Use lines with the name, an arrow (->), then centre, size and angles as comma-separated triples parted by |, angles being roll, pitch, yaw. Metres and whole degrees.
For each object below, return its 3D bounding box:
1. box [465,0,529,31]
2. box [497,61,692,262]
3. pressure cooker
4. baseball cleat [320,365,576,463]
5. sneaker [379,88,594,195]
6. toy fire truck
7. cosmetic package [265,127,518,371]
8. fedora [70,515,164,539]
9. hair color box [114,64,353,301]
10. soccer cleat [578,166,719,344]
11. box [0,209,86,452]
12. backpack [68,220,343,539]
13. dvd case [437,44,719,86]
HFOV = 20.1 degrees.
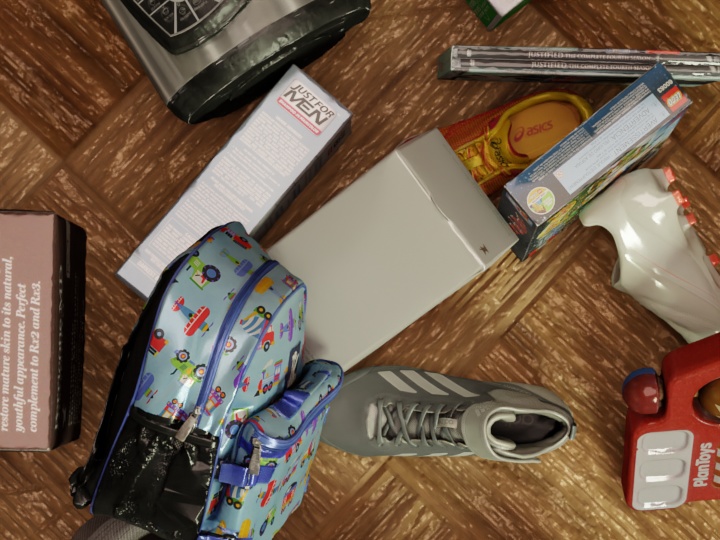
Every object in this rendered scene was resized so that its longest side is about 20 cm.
box -> 0.125, -0.311, 1.521 | 0.200, 0.097, 0.177 | -37, 91, -2
box -> 0.162, -0.073, 1.457 | 0.137, 0.200, 0.038 | -39, 84, -3
pressure cooker -> -0.111, -0.227, 1.471 | 0.176, 0.179, 0.200 | -30, 88, -28
baseball cleat -> 0.059, 0.106, 1.493 | 0.200, 0.106, 0.070 | -2, 92, 0
sneaker -> 0.081, -0.085, 1.518 | 0.200, 0.077, 0.073 | -30, 90, -1
toy fire truck -> 0.272, 0.107, 1.463 | 0.168, 0.200, 0.112 | -7, 52, 0
cosmetic package -> 0.000, 0.000, 1.463 | 0.200, 0.085, 0.108 | -35, 89, 27
fedora -> -0.155, 0.248, 1.472 | 0.177, 0.090, 0.200 | -28, 116, -27
hair color box -> -0.091, -0.052, 1.498 | 0.061, 0.099, 0.200 | 41, 87, 1
soccer cleat -> 0.230, 0.009, 1.502 | 0.078, 0.069, 0.200 | -26, 120, 13
box -> -0.286, 0.043, 1.437 | 0.164, 0.200, 0.166 | 2, 88, -2
backpack -> -0.090, 0.075, 1.384 | 0.134, 0.183, 0.200 | 22, 107, 10
dvd case -> 0.160, -0.149, 1.489 | 0.200, 0.146, 0.022 | 3, 93, -2
